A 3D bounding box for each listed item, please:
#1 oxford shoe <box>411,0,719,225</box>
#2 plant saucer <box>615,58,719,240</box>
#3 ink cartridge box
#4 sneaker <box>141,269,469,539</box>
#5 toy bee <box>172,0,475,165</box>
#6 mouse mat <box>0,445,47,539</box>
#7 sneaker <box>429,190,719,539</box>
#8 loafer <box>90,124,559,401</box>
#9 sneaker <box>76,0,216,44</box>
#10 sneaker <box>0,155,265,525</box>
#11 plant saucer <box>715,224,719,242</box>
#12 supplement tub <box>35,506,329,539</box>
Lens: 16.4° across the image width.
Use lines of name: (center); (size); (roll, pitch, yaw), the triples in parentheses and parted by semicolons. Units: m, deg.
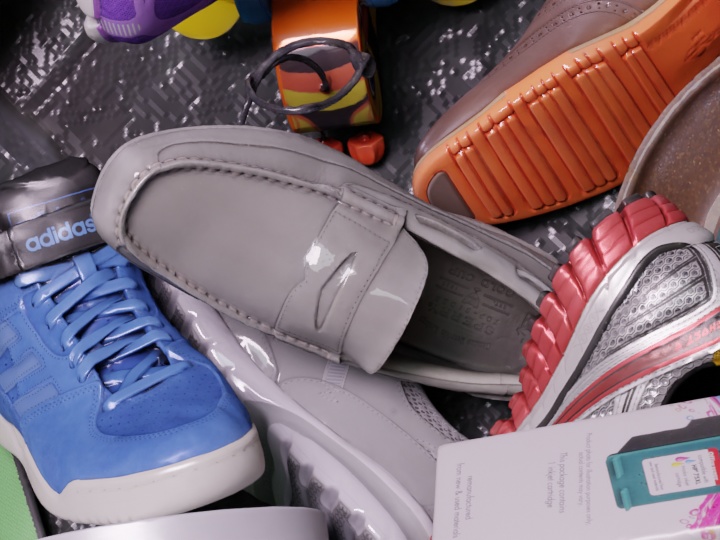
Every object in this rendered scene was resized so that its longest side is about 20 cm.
oxford shoe: (0.098, -0.091, 0.961); (0.200, 0.071, 0.073); (-34, 48, -1)
plant saucer: (0.190, 0.001, 0.902); (0.199, 0.037, 0.201); (-5, 72, 17)
ink cartridge box: (0.132, 0.102, 0.800); (0.199, 0.117, 0.067); (-11, 34, 12)
sneaker: (-0.019, 0.047, 0.959); (0.082, 0.075, 0.200); (-25, 57, -29)
toy bee: (-0.021, -0.098, 0.984); (0.130, 0.109, 0.200); (10, 50, 22)
mouse mat: (-0.214, 0.085, 0.987); (0.160, 0.008, 0.201); (-15, 59, -13)
sneaker: (0.084, 0.077, 0.864); (0.082, 0.078, 0.201); (35, 119, 27)
loafer: (0.000, 0.000, 0.892); (0.070, 0.199, 0.070); (-66, 28, 18)
sneaker: (-0.017, -0.142, 0.898); (0.200, 0.081, 0.083); (-36, 54, -22)
sneaker: (-0.101, 0.019, 0.912); (0.076, 0.200, 0.112); (-17, 106, -20)
plant saucer: (0.213, 0.005, 0.848); (0.199, 0.036, 0.201); (-5, 73, 16)
supplement tub: (-0.058, 0.191, 0.861); (0.144, 0.145, 0.201); (-11, 78, 14)
